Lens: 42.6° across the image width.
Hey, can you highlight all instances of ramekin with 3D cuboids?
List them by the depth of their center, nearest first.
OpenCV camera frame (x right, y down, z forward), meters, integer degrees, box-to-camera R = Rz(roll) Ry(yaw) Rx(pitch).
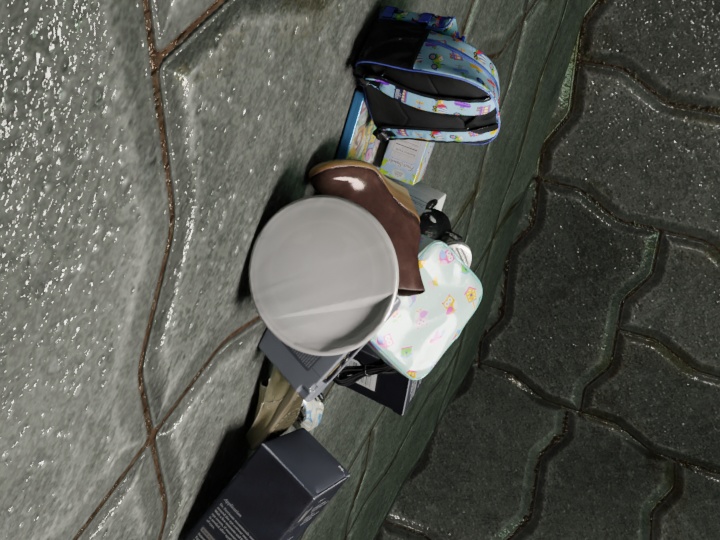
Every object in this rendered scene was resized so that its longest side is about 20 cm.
[{"bbox_3d":[-0.043,0.003,1.217,0.094,0.199,0.206,-44,156,-80],"label":"ramekin"}]

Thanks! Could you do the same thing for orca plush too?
[{"bbox_3d":[0.135,-0.050,1.558,0.107,0.070,0.200,-64,165,-11],"label":"orca plush"}]

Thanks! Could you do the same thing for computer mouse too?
[{"bbox_3d":[0.010,0.084,1.531,0.046,0.138,0.204,54,29,-56],"label":"computer mouse"}]

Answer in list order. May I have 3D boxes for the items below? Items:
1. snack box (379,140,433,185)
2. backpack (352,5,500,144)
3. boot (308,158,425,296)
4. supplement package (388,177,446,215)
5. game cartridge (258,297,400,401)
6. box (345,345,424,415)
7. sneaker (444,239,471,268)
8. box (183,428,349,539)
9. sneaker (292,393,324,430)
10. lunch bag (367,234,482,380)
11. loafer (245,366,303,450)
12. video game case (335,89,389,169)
[{"bbox_3d":[0.099,-0.250,1.519,0.169,0.066,0.204,-43,150,-78],"label":"snack box"},{"bbox_3d":[0.108,-0.263,1.287,0.183,0.196,0.137,64,43,-61],"label":"backpack"},{"bbox_3d":[0.015,-0.058,1.291,0.198,0.072,0.170,14,59,-41],"label":"boot"},{"bbox_3d":[0.055,-0.079,1.589,0.200,0.108,0.116,-40,150,-60],"label":"supplement package"},{"bbox_3d":[-0.050,0.074,1.349,0.200,0.133,0.040,-46,157,1],"label":"game cartridge"},{"bbox_3d":[0.038,0.117,1.656,0.201,0.194,0.119,-52,159,-43],"label":"box"},{"bbox_3d":[0.112,0.014,1.543,0.201,0.077,0.080,-54,-159,28],"label":"sneaker"},{"bbox_3d":[-0.140,0.366,1.431,0.201,0.117,0.196,-50,167,7],"label":"box"},{"bbox_3d":[-0.097,0.223,1.570,0.073,0.072,0.201,-47,167,-14],"label":"sneaker"},{"bbox_3d":[0.087,0.050,1.432,0.201,0.160,0.077,-52,-152,-9],"label":"lunch bag"},{"bbox_3d":[-0.129,0.200,1.444,0.075,0.068,0.201,-19,147,-56],"label":"loafer"},{"bbox_3d":[0.014,-0.211,1.422,0.200,0.018,0.146,-34,143,-65],"label":"video game case"}]
